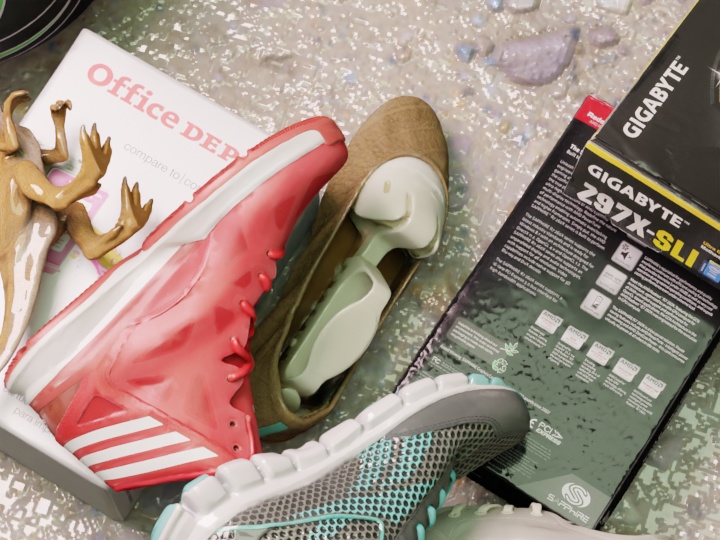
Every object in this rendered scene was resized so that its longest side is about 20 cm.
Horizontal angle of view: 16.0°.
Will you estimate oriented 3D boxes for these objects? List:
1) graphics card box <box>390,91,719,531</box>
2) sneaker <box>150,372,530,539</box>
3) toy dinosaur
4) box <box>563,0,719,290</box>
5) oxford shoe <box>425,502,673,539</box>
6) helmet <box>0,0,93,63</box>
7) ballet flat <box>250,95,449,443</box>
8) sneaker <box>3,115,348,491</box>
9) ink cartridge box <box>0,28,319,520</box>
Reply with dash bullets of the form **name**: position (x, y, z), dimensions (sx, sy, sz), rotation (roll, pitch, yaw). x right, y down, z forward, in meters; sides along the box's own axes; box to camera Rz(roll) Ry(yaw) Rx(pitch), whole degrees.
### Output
- **graphics card box**: position (0.116, 0.025, 1.301), dimensions (0.125, 0.051, 0.200), rotation (31, 75, 9)
- **sneaker**: position (0.004, 0.118, 1.193), dimensions (0.200, 0.078, 0.091), rotation (-24, 67, -25)
- **toy dinosaur**: position (-0.160, -0.019, 1.237), dimensions (0.106, 0.060, 0.201), rotation (-17, 65, 23)
- **box**: position (0.219, -0.069, 1.292), dimensions (0.159, 0.049, 0.200), rotation (34, 53, 8)
- **oxford shoe**: position (0.068, 0.140, 1.241), dimensions (0.199, 0.075, 0.058), rotation (8, 71, 25)
- **helmet**: position (-0.217, -0.193, 1.299), dimensions (0.200, 0.191, 0.200), rotation (24, 41, -23)
- **ballet flat**: position (0.000, 0.000, 1.294), dimensions (0.068, 0.072, 0.200), rotation (38, 75, -22)
- **sneaker**: position (-0.061, 0.026, 1.216), dimensions (0.200, 0.078, 0.116), rotation (-41, 89, 0)
- **ink cartridge box**: position (-0.130, 0.000, 1.294), dimensions (0.144, 0.085, 0.200), rotation (30, 75, 9)
